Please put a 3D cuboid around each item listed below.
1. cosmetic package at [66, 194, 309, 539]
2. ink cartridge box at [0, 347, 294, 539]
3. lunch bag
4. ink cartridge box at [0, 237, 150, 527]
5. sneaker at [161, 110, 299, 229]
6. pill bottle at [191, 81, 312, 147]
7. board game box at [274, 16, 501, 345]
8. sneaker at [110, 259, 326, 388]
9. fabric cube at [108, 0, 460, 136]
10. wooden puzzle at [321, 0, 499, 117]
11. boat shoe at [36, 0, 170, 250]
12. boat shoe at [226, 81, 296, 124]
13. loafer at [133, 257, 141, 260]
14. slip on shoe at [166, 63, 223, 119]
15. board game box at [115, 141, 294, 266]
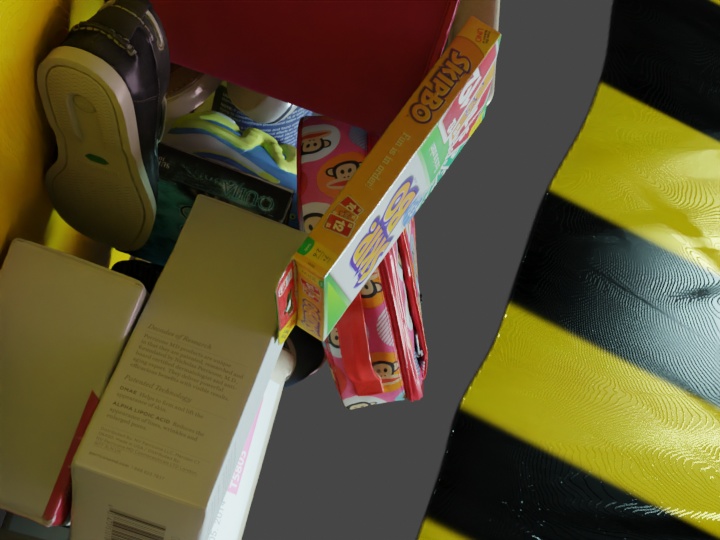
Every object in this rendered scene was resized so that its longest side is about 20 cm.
[{"bbox_3d":[-0.099,0.069,0.840,0.113,0.081,0.201,109,-1,-51],"label":"cosmetic package"},{"bbox_3d":[-0.155,0.132,1.018,0.075,0.164,0.201,36,63,-51],"label":"ink cartridge box"},{"bbox_3d":[0.000,0.000,1.038,0.177,0.081,0.201,-90,171,-48],"label":"lunch bag"},{"bbox_3d":[-0.186,0.077,0.881,0.200,0.083,0.146,106,3,-79],"label":"ink cartridge box"},{"bbox_3d":[-0.086,-0.062,1.108,0.199,0.105,0.076,2,132,-52],"label":"sneaker"},{"bbox_3d":[-0.090,-0.157,1.194,0.200,0.110,0.111,109,0,-47],"label":"pill bottle"},{"bbox_3d":[0.015,-0.045,0.814,0.200,0.030,0.096,-52,167,-19],"label":"board game box"},{"bbox_3d":[-0.113,0.042,1.121,0.082,0.199,0.071,-8,118,-55],"label":"sneaker"},{"bbox_3d":[-0.019,-0.233,0.852,0.197,0.198,0.201,107,2,-49],"label":"fabric cube"},{"bbox_3d":[0.031,-0.191,1.082,0.200,0.037,0.186,-11,-109,55],"label":"wooden puzzle"},{"bbox_3d":[-0.139,-0.076,0.818,0.200,0.071,0.068,105,8,-59],"label":"boat shoe"},{"bbox_3d":[-0.050,-0.153,1.008,0.071,0.070,0.200,-47,-153,18],"label":"boat shoe"},{"bbox_3d":[-0.153,-0.039,1.312,0.076,0.068,0.201,109,0,-53],"label":"loafer"},{"bbox_3d":[-0.107,-0.198,0.990,0.061,0.076,0.201,48,61,-43],"label":"slip on shoe"},{"bbox_3d":[-0.120,-0.036,1.053,0.200,0.135,0.028,108,2,-71],"label":"board game box"}]
